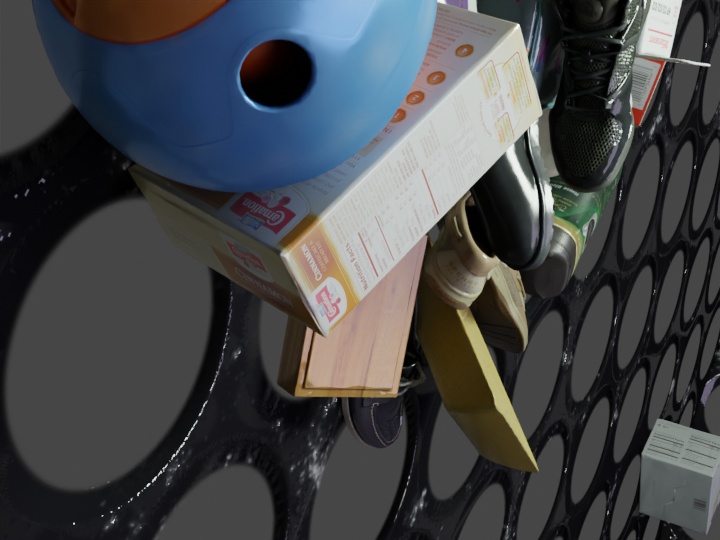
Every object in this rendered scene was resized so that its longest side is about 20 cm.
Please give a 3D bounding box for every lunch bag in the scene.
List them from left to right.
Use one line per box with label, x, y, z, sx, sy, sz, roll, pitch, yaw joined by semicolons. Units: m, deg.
lunch bag;0.154;-0.243;0.959;0.160;0.076;0.202;-18;120;-58

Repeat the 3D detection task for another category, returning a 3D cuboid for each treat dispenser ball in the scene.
treat dispenser ball;-0.061;-0.141;0.545;0.201;0.199;0.203;-38;136;-49

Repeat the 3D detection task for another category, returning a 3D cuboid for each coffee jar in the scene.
coffee jar;0.234;-0.068;1.280;0.201;0.085;0.105;-57;159;-31

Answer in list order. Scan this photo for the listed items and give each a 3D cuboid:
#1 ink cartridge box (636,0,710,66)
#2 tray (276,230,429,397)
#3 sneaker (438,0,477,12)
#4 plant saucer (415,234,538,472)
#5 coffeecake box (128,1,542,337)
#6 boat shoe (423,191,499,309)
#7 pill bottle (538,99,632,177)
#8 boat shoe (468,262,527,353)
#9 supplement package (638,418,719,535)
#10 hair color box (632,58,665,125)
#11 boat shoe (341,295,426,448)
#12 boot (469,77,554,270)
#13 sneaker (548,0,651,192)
ink cartridge box;0.238;-0.247;1.068;0.115;0.198;0.069;-14;117;-60
tray;0.000;0.000;0.872;0.098;0.037;0.202;4;101;-32
sneaker;0.042;-0.242;0.783;0.088;0.075;0.202;43;36;-45
plant saucer;0.096;0.086;1.047;0.200;0.048;0.201;54;13;-57
coffeecake box;-0.014;-0.078;0.664;0.200;0.153;0.073;-45;136;-19
boat shoe;0.108;-0.044;0.993;0.065;0.071;0.201;-48;-165;33
pill bottle;0.223;-0.169;1.179;0.200;0.111;0.113;-26;126;-57
boat shoe;0.149;0.020;1.180;0.065;0.071;0.201;-60;149;-24
supplement package;0.693;0.443;2.363;0.111;0.154;0.201;-52;145;-38
hair color box;0.342;-0.278;1.338;0.201;0.063;0.112;-61;168;-48
boat shoe;0.025;0.090;0.985;0.073;0.062;0.202;-47;142;-43
boot;0.046;-0.080;0.814;0.198;0.065;0.167;-1;79;-35
sneaker;0.187;-0.169;0.898;0.114;0.076;0.202;13;89;-62
